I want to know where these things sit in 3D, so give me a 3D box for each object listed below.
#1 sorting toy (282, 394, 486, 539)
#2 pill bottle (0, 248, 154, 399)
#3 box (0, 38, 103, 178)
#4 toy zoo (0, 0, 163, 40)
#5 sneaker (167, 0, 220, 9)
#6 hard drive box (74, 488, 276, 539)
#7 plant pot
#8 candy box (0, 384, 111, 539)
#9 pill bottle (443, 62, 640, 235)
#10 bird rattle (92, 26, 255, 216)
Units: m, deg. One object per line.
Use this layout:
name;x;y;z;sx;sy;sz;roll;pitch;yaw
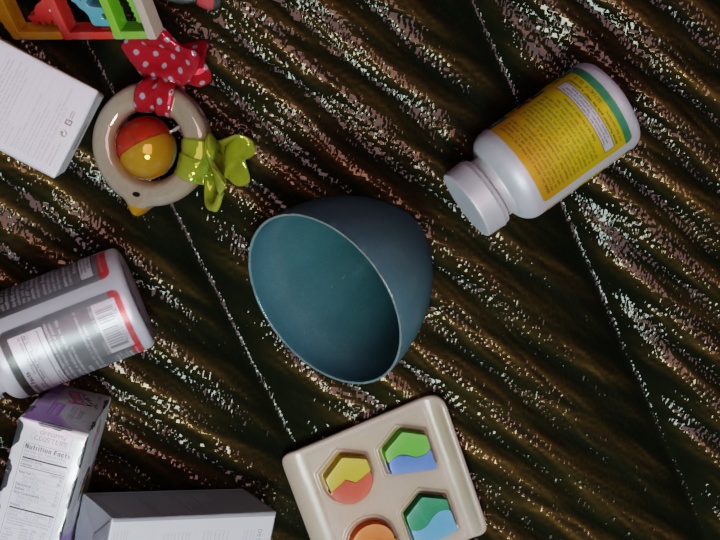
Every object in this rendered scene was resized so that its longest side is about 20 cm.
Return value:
sorting toy;0.031;0.261;1.287;0.200;0.036;0.185;-21;101;-7
pill bottle;-0.325;0.063;1.154;0.200;0.114;0.114;-22;101;-6
box;-0.369;-0.182;1.107;0.200;0.124;0.098;27;92;-13
toy zoo;-0.304;-0.285;1.090;0.200;0.020;0.131;4;138;20
sneaker;-0.191;-0.368;1.139;0.098;0.071;0.201;-5;99;-10
hard drive box;-0.204;0.321;1.191;0.200;0.077;0.156;8;96;-38
plant pot;0.000;0.000;1.183;0.135;0.200;0.200;-38;106;-40
candy box;-0.325;0.232;1.149;0.071;0.168;0.200;15;94;-6
pill bottle;0.195;-0.128;1.223;0.200;0.113;0.113;-36;102;-3
bird rattle;-0.207;-0.145;1.158;0.163;0.113;0.200;-29;99;12
